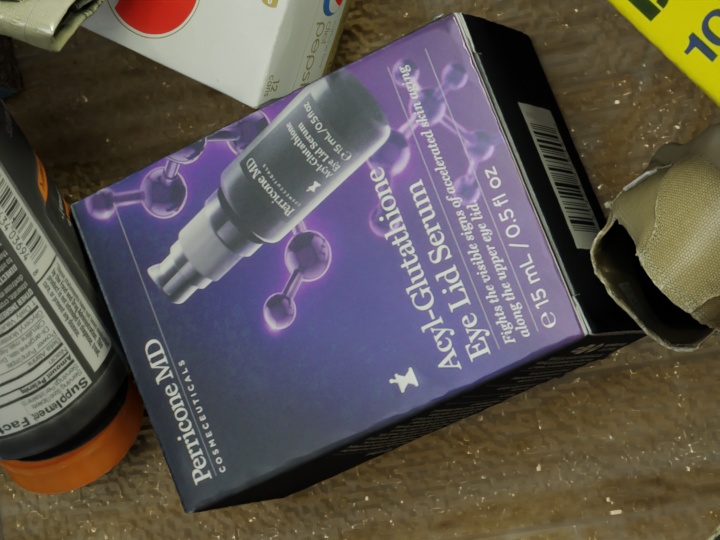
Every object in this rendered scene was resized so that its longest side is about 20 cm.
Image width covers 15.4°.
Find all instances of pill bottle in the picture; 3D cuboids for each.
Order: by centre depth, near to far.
[{"bbox_3d":[-0.165,0.010,1.155,0.106,0.200,0.107,-15,43,14],"label":"pill bottle"}]

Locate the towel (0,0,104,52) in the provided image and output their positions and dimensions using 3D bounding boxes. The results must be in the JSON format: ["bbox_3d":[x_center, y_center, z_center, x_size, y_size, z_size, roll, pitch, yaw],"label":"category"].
[{"bbox_3d":[-0.164,-0.175,1.104,0.199,0.193,0.035,19,131,14],"label":"towel"}]

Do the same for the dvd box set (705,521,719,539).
[{"bbox_3d":[0.235,0.095,1.030,0.146,0.029,0.200,31,118,-5],"label":"dvd box set"}]

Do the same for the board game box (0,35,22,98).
[{"bbox_3d":[-0.287,-0.098,1.223,0.199,0.159,0.097,-21,81,19],"label":"board game box"}]

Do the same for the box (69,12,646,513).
[{"bbox_3d":[0.000,0.000,1.139,0.199,0.104,0.149,-26,80,18],"label":"box"}]

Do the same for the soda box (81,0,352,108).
[{"bbox_3d":[-0.101,-0.141,1.166,0.199,0.064,0.068,26,110,23],"label":"soda box"}]

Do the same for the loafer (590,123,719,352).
[{"bbox_3d":[0.124,-0.008,1.041,0.067,0.200,0.076,-40,82,-6],"label":"loafer"}]

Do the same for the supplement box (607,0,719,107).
[{"bbox_3d":[0.158,-0.114,0.988,0.109,0.109,0.200,-49,48,9],"label":"supplement box"}]
